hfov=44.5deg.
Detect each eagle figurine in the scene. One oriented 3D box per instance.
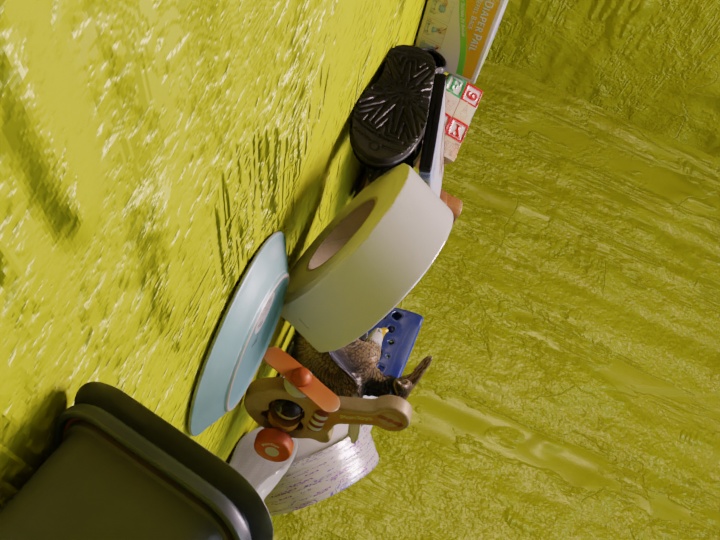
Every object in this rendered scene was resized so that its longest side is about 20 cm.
[{"bbox_3d":[-0.017,0.103,1.115,0.153,0.198,0.151,-57,171,13],"label":"eagle figurine"}]

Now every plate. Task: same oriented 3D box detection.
[{"bbox_3d":[-0.103,0.062,0.813,0.200,0.025,0.203,24,89,-86],"label":"plate"}]

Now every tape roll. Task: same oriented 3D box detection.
[{"bbox_3d":[0.002,-0.014,0.916,0.202,0.071,0.203,-43,-166,14],"label":"tape roll"}]

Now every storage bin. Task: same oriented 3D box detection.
[{"bbox_3d":[-0.133,0.187,0.429,0.134,0.144,0.202,-47,162,-47],"label":"storage bin"}]

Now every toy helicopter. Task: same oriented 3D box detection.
[{"bbox_3d":[-0.039,0.150,1.001,0.080,0.195,0.134,-74,160,-45],"label":"toy helicopter"}]

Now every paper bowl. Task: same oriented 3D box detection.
[{"bbox_3d":[-0.080,0.266,1.285,0.197,0.106,0.201,-23,180,0],"label":"paper bowl"}]

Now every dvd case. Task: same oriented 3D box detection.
[{"bbox_3d":[0.094,-0.133,1.140,0.201,0.017,0.145,81,18,-62],"label":"dvd case"}]

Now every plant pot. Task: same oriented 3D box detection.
[{"bbox_3d":[0.017,0.191,2.006,0.201,0.177,0.202,105,9,-59],"label":"plant pot"}]

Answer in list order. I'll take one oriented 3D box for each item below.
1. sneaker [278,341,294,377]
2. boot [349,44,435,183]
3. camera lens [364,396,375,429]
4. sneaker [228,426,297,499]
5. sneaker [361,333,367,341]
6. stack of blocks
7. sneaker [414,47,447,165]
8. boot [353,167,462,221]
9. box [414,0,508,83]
[{"bbox_3d":[-0.064,0.113,1.279,0.085,0.076,0.203,86,27,-73],"label":"sneaker"},{"bbox_3d":[0.031,-0.148,1.043,0.159,0.078,0.213,109,5,-46],"label":"boot"},{"bbox_3d":[-0.057,0.274,1.624,0.160,0.157,0.203,56,57,-85],"label":"camera lens"},{"bbox_3d":[-0.154,0.292,1.140,0.200,0.073,0.117,-44,161,-57],"label":"sneaker"},{"bbox_3d":[0.000,-0.001,1.263,0.060,0.103,0.202,104,10,-66],"label":"sneaker"},{"bbox_3d":[0.103,-0.215,1.354,0.117,0.058,0.200,-66,-166,-9],"label":"stack of blocks"},{"bbox_3d":[0.067,-0.226,1.202,0.100,0.069,0.202,105,3,-53],"label":"sneaker"},{"bbox_3d":[0.074,-0.111,1.276,0.200,0.152,0.075,-44,159,-79],"label":"boot"},{"bbox_3d":[0.152,-0.380,1.206,0.201,0.100,0.114,107,7,-55],"label":"box"}]
